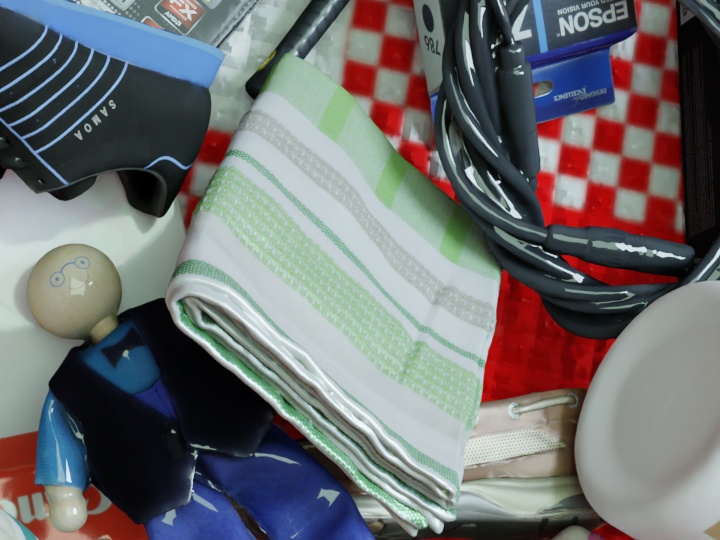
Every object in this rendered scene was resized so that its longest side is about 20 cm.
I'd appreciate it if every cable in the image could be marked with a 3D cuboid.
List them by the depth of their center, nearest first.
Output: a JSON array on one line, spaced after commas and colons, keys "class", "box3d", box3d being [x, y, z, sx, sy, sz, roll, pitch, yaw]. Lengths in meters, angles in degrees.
[{"class": "cable", "box3d": [0.113, -0.068, 0.973, 0.163, 0.051, 0.200, -40, 97, 8]}]

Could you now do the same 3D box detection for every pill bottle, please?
[{"class": "pill bottle", "box3d": [0.200, 0.097, 0.959, 0.199, 0.114, 0.115, 30, 73, -29]}]

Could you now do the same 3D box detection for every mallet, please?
[{"class": "mallet", "box3d": [0.015, -0.159, 1.002, 0.041, 0.066, 0.201, 38, 74, -14]}]

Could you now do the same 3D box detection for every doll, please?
[{"class": "doll", "box3d": [-0.065, 0.067, 0.888, 0.136, 0.049, 0.200, -40, 73, -9]}]

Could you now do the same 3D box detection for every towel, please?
[{"class": "towel", "box3d": [0.000, 0.000, 0.915, 0.149, 0.031, 0.201, 43, 32, -16]}]

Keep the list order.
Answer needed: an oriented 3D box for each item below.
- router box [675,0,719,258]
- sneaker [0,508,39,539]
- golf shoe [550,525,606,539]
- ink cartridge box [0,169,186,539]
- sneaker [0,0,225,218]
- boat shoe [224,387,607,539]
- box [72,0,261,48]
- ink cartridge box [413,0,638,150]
[{"class": "router box", "box3d": [0.233, -0.081, 1.051, 0.156, 0.052, 0.202, 3, 79, -15]}, {"class": "sneaker", "box3d": [-0.149, 0.135, 0.879, 0.200, 0.093, 0.070, 43, 83, -15]}, {"class": "golf shoe", "box3d": [0.019, 0.167, 0.935, 0.200, 0.075, 0.092, -41, 82, -9]}, {"class": "ink cartridge box", "box3d": [-0.144, 0.047, 0.935, 0.161, 0.057, 0.202, -11, 78, -16]}, {"class": "sneaker", "box3d": [-0.141, -0.073, 0.868, 0.199, 0.070, 0.079, 13, 94, -39]}, {"class": "boat shoe", "box3d": [0.018, 0.081, 0.962, 0.198, 0.076, 0.073, 2, 74, -22]}, {"class": "box", "box3d": [-0.113, -0.193, 0.986, 0.200, 0.044, 0.160, 42, 74, -4]}, {"class": "ink cartridge box", "box3d": [0.068, -0.156, 0.988, 0.099, 0.039, 0.202, -17, 111, -17]}]
